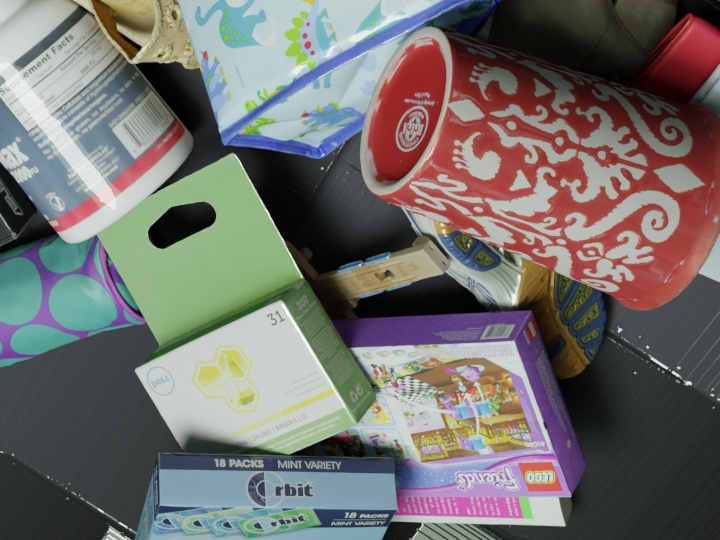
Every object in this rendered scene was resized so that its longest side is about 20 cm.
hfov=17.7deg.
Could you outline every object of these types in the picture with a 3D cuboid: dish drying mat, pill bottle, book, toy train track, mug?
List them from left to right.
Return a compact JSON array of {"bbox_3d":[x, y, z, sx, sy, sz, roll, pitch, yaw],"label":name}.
[{"bbox_3d":[-0.220,-0.130,1.617,0.119,0.120,0.200,-31,105,29],"label":"pill bottle"},{"bbox_3d":[0.000,0.000,1.641,0.115,0.033,0.199,48,148,-18],"label":"toy train track"},{"bbox_3d":[0.051,0.128,1.720,0.198,0.048,0.134,0,119,20],"label":"book"},{"bbox_3d":[0.099,-0.057,1.437,0.199,0.134,0.177,18,145,-26],"label":"mug"},{"bbox_3d":[0.269,-0.095,1.510,0.199,0.018,0.077,28,125,-20],"label":"dish drying mat"}]

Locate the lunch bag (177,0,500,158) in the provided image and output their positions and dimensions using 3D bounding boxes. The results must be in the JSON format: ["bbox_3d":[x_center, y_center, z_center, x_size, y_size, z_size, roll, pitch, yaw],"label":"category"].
[{"bbox_3d":[-0.013,-0.193,1.481,0.200,0.127,0.171,-34,67,34],"label":"lunch bag"}]

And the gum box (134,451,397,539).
[{"bbox_3d":[-0.076,0.196,1.680,0.169,0.045,0.200,3,148,-12],"label":"gum box"}]

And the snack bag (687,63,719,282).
[{"bbox_3d":[0.288,-0.057,1.514,0.199,0.021,0.189,24,126,-16],"label":"snack bag"}]

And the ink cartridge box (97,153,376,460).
[{"bbox_3d":[-0.097,0.038,1.617,0.145,0.048,0.201,-24,102,32],"label":"ink cartridge box"}]

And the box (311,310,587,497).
[{"bbox_3d":[0.047,0.097,1.638,0.199,0.039,0.138,-3,124,31],"label":"box"}]

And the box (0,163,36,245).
[{"bbox_3d":[-0.361,-0.087,1.730,0.159,0.044,0.201,-22,110,27],"label":"box"}]

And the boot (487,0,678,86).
[{"bbox_3d":[0.113,-0.168,1.506,0.199,0.070,0.147,25,107,-9],"label":"boot"}]

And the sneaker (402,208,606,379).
[{"bbox_3d":[0.099,-0.007,1.623,0.075,0.088,0.200,-45,123,-11],"label":"sneaker"}]

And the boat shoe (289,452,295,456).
[{"bbox_3d":[-0.077,0.148,1.730,0.060,0.072,0.202,-5,133,-1],"label":"boat shoe"}]

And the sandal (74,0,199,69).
[{"bbox_3d":[-0.156,-0.171,1.562,0.211,0.070,0.077,32,132,-27],"label":"sandal"}]

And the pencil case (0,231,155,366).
[{"bbox_3d":[-0.244,0.025,1.731,0.199,0.086,0.092,-19,154,26],"label":"pencil case"}]
